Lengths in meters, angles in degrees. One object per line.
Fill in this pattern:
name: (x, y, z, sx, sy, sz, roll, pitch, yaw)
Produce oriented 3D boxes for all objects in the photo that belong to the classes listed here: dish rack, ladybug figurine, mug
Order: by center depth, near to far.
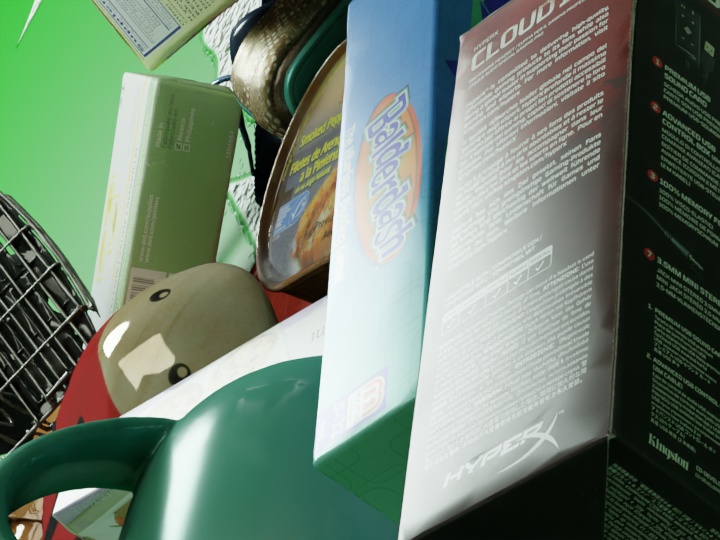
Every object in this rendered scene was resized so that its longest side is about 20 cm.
mug: (-0.011, 0.090, 0.705, 0.151, 0.185, 0.115, -25, 32, 26)
ladybug figurine: (-0.088, 0.083, 0.963, 0.136, 0.071, 0.201, -113, 33, -43)
dish rack: (-0.205, 0.062, 1.077, 0.200, 0.054, 0.154, -46, 61, 7)

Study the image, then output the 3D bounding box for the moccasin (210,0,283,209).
moccasin: (-0.040, -0.104, 1.152, 0.080, 0.068, 0.201, -45, 27, 34)

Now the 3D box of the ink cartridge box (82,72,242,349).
ink cartridge box: (-0.105, -0.023, 1.123, 0.200, 0.048, 0.147, -155, 74, -74)

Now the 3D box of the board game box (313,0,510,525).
board game box: (0.058, 0.013, 0.688, 0.045, 0.152, 0.201, -34, 33, 30)

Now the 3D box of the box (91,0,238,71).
box: (-0.041, -0.198, 1.045, 0.176, 0.097, 0.200, -43, 9, -19)

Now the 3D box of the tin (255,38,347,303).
tin: (0.014, -0.049, 0.890, 0.200, 0.042, 0.113, 153, 131, -64)

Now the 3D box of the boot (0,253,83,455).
boot: (-0.210, 0.097, 1.205, 0.076, 0.167, 0.201, -37, 70, 56)

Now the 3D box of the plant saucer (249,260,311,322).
plant saucer: (0.000, 0.000, 0.987, 0.201, 0.037, 0.199, -61, 22, -1)

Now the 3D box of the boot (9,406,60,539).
boot: (-0.145, 0.141, 1.089, 0.156, 0.076, 0.200, -66, 11, -4)

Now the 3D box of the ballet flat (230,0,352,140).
ballet flat: (0.010, -0.140, 1.031, 0.200, 0.071, 0.065, -46, 34, -21)

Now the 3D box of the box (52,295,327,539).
box: (-0.030, 0.048, 0.831, 0.199, 0.039, 0.042, -30, 33, 32)

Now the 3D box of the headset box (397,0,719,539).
headset box: (0.095, 0.014, 0.610, 0.075, 0.148, 0.201, -32, 36, 37)
